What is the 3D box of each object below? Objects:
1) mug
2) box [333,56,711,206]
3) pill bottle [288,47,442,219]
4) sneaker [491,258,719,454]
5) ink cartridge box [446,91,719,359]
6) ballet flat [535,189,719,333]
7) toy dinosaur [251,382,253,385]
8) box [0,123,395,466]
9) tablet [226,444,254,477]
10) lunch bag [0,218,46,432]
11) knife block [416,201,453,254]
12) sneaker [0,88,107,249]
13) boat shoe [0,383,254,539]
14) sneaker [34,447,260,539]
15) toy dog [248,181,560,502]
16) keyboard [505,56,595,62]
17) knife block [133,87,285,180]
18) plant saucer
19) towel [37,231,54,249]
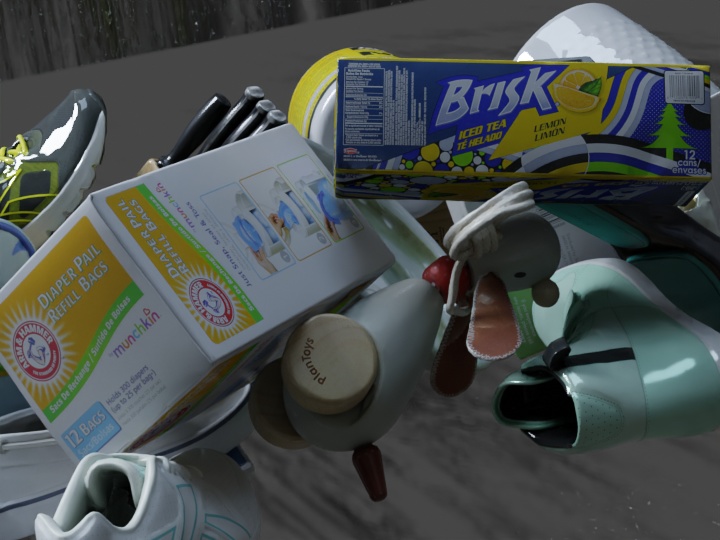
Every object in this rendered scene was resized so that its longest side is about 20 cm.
[{"bbox_3d":[0.221,-0.088,1.255,0.175,0.148,0.199,42,13,36],"label":"mug"},{"bbox_3d":[0.085,-0.074,0.888,0.198,0.065,0.070,2,-10,-1],"label":"box"},{"bbox_3d":[0.006,-0.106,1.228,0.113,0.115,0.200,-10,13,-8],"label":"pill bottle"},{"bbox_3d":[0.115,0.045,0.934,0.117,0.075,0.200,-9,16,-18],"label":"sneaker"},{"bbox_3d":[0.166,-0.039,1.070,0.198,0.118,0.067,-22,15,-5],"label":"ink cartridge box"},{"bbox_3d":[0.177,-0.032,0.992,0.199,0.074,0.073,33,-13,-36],"label":"ballet flat"},{"bbox_3d":[-0.133,0.033,1.038,0.199,0.103,0.077,1,8,40],"label":"toy dinosaur"},{"bbox_3d":[-0.087,0.010,0.871,0.112,0.102,0.200,-41,-6,29],"label":"box"},{"bbox_3d":[-0.144,0.103,0.985,0.129,0.014,0.200,-12,16,-14],"label":"tablet"},{"bbox_3d":[-0.259,0.059,0.899,0.199,0.162,0.082,-25,21,-27],"label":"lunch bag"},{"bbox_3d":[0.027,-0.039,1.320,0.174,0.065,0.200,2,18,33],"label":"knife block"},{"bbox_3d":[-0.249,-0.048,1.116,0.201,0.084,0.074,-52,26,1],"label":"sneaker"},{"bbox_3d":[-0.134,0.083,0.899,0.073,0.066,0.199,5,19,40],"label":"boat shoe"},{"bbox_3d":[-0.097,0.117,0.782,0.070,0.081,0.200,-6,13,13],"label":"sneaker"},{"bbox_3d":[0.037,0.049,0.887,0.199,0.097,0.132,-33,-8,-1],"label":"toy dog"},{"bbox_3d":[0.111,-0.063,1.155,0.103,0.202,0.040,-5,-26,23],"label":"keyboard"},{"bbox_3d":[-0.134,-0.037,1.144,0.198,0.177,0.064,-1,-4,28],"label":"knife block"},{"bbox_3d":[0.000,0.000,1.049,0.050,0.200,0.200,-44,5,18],"label":"plant saucer"},{"bbox_3d":[-0.239,0.040,1.103,0.147,0.022,0.200,-53,24,-2],"label":"towel"}]
